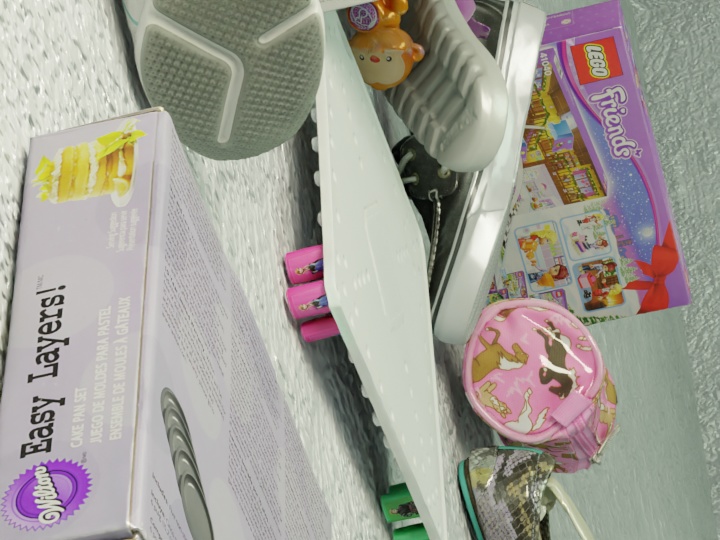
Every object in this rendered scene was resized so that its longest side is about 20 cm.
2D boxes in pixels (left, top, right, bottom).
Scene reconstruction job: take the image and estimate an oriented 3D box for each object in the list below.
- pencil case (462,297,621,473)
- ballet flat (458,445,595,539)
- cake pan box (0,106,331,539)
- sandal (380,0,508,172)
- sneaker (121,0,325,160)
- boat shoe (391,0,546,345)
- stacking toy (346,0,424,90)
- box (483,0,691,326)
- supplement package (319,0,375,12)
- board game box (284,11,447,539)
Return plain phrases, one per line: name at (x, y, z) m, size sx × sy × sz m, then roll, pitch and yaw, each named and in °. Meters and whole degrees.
pencil case at (0.106, 0.069, 1.713) m, size 0.200 × 0.086 × 0.083 m, roll 49°, pitch 50°, yaw -77°
ballet flat at (0.109, 0.191, 1.645) m, size 0.072 × 0.072 × 0.201 m, roll -65°, pitch 143°, yaw -74°
cake pan box at (-0.053, 0.082, 0.893) m, size 0.185 × 0.052 × 0.200 m, roll -89°, pitch 164°, yaw -47°
sandal at (0.043, -0.119, 1.561) m, size 0.083 × 0.050 × 0.203 m, roll -60°, pitch -147°, yaw 34°
sneaker at (-0.062, -0.131, 1.055) m, size 0.080 × 0.070 × 0.201 m, roll -106°, pitch 179°, yaw -55°
boat shoe at (0.052, -0.058, 1.633) m, size 0.072 × 0.071 × 0.201 m, roll 92°, pitch 9°, yaw -73°
stacking toy at (0.007, -0.188, 1.499) m, size 0.110 × 0.116 × 0.201 m, roll -58°, pitch 149°, yaw -67°
box at (0.112, -0.055, 1.768) m, size 0.039 × 0.136 × 0.201 m, roll -86°, pitch 162°, yaw -58°
supplement package at (0.002, -0.244, 1.318) m, size 0.152 × 0.150 × 0.201 m, roll -85°, pitch 160°, yaw -59°
board game box at (0.000, 0.000, 1.376) m, size 0.200 × 0.026 × 0.201 m, roll 68°, pitch 14°, yaw -48°
